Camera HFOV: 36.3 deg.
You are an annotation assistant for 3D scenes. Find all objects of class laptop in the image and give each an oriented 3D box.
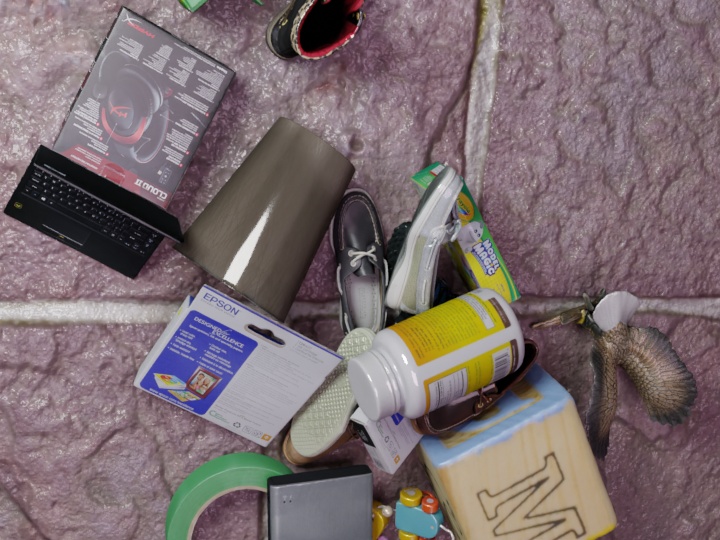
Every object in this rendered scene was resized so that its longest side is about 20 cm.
[{"bbox_3d":[-0.303,-0.050,1.227,0.176,0.104,0.200,29,133,-19],"label":"laptop"}]

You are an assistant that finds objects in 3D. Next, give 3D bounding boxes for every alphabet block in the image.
[{"bbox_3d":[0.191,0.256,1.436,0.194,0.195,0.202,-25,108,-4],"label":"alphabet block"}]

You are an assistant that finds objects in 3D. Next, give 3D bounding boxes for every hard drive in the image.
[{"bbox_3d":[-0.053,0.361,1.436,0.137,0.033,0.204,-5,106,-17],"label":"hard drive"}]

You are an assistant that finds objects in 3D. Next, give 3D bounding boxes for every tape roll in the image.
[{"bbox_3d":[-0.157,0.343,1.446,0.197,0.048,0.204,-3,105,-13],"label":"tape roll"}]

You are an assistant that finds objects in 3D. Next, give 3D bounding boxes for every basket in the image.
[{"bbox_3d":[-0.105,-0.068,1.302,0.202,0.179,0.136,-57,142,-4],"label":"basket"}]

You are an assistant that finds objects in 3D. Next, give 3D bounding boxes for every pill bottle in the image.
[{"bbox_3d":[0.087,0.103,1.295,0.197,0.109,0.111,-21,109,-21],"label":"pill bottle"}]

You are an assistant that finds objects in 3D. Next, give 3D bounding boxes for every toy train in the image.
[{"bbox_3d":[0.058,0.367,1.481,0.199,0.056,0.151,-32,91,34],"label":"toy train"}]

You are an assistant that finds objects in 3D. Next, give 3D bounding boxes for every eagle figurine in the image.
[{"bbox_3d":[0.346,0.130,1.464,0.151,0.203,0.150,-34,157,31],"label":"eagle figurine"}]

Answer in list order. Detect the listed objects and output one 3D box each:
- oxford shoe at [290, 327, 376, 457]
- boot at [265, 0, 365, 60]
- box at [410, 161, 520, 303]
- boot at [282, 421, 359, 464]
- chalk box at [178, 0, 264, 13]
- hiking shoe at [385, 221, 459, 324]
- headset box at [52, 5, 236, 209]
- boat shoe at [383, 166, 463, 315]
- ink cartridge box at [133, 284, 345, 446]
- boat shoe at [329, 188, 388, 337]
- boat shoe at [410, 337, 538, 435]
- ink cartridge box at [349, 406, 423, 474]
[{"bbox_3d":[-0.023,0.156,1.380,0.057,0.075,0.202,-3,130,-55],"label":"oxford shoe"},{"bbox_3d":[-0.022,-0.316,1.250,0.200,0.151,0.073,-44,110,1],"label":"boot"},{"bbox_3d":[0.137,-0.032,1.384,0.048,0.117,0.202,-28,110,-4],"label":"box"},{"bbox_3d":[-0.015,0.192,1.428,0.199,0.076,0.074,-35,112,-1],"label":"boot"},{"bbox_3d":[-0.180,-0.368,1.212,0.123,0.124,0.201,-38,109,-2],"label":"chalk box"},{"bbox_3d":[0.083,0.026,1.416,0.085,0.074,0.203,-13,118,-16],"label":"hiking shoe"},{"bbox_3d":[-0.256,-0.179,1.268,0.147,0.075,0.202,26,97,-19],"label":"headset box"},{"bbox_3d":[0.084,-0.031,1.290,0.064,0.075,0.204,21,123,1],"label":"boat shoe"},{"bbox_3d":[-0.149,0.112,1.345,0.196,0.047,0.201,29,124,-18],"label":"ink cartridge box"},{"bbox_3d":[0.000,0.000,1.387,0.073,0.060,0.204,-3,105,-13],"label":"boat shoe"},{"bbox_3d":[0.145,0.139,1.378,0.199,0.070,0.071,-38,113,-33],"label":"boat shoe"},{"bbox_3d":[0.072,0.150,1.381,0.200,0.037,0.095,-46,129,-25],"label":"ink cartridge box"}]
